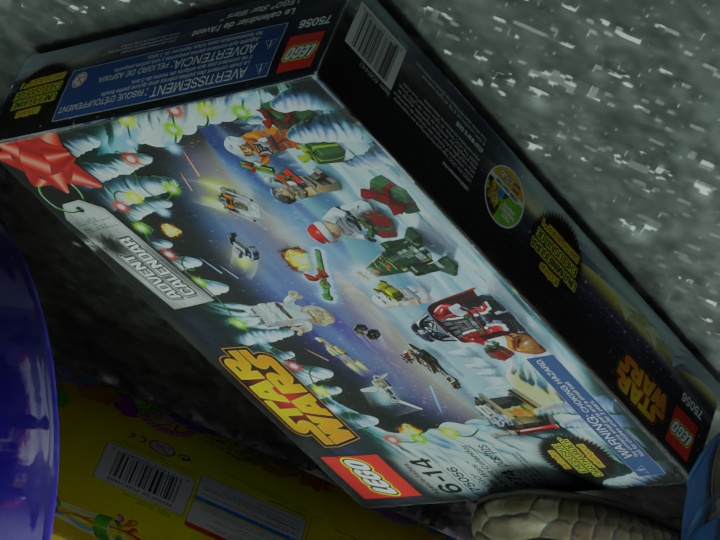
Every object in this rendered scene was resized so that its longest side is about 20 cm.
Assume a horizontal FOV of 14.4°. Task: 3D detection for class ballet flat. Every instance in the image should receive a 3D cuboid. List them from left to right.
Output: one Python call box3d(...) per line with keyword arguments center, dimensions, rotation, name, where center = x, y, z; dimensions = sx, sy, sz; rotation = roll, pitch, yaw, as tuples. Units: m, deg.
box3d(center=(0.099, 0.123, 0.954), dimensions=(0.067, 0.046, 0.200), rotation=(-2, 153, 34), name="ballet flat")

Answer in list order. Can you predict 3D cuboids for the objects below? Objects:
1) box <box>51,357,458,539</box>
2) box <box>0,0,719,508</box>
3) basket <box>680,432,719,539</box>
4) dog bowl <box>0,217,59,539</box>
box3d(center=(-0.073, 0.168, 1.009), dimensions=(0.200, 0.122, 0.193), rotation=(24, 112, -3), name="box")
box3d(center=(0.000, 0.000, 0.868), dimensions=(0.137, 0.040, 0.200), rotation=(-8, 138, 42), name="box")
box3d(center=(0.161, 0.122, 0.845), dimensions=(0.176, 0.139, 0.200), rotation=(28, 134, -19), name="basket")
box3d(center=(-0.183, 0.058, 0.914), dimensions=(0.079, 0.200, 0.200), rotation=(4, 165, -41), name="dog bowl")
